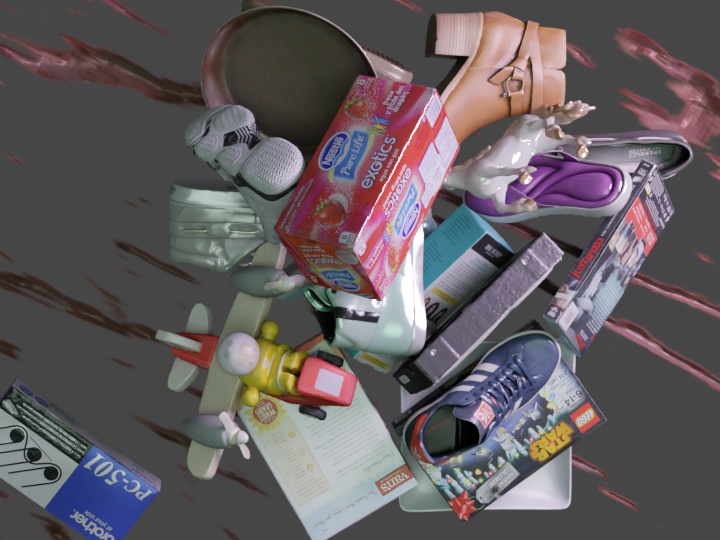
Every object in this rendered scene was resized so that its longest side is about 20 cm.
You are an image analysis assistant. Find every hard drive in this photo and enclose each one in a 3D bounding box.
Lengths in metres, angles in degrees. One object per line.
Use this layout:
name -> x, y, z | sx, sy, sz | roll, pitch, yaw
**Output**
hard drive -> 0.125, 0.050, 1.635 | 0.038, 0.140, 0.200 | 45, 76, 1

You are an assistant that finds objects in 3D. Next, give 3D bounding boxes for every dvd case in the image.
dvd case -> 0.272, -0.010, 1.653 | 0.022, 0.146, 0.200 | 30, 84, 25

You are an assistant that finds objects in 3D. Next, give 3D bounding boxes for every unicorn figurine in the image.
unicorn figurine -> 0.147, -0.114, 1.599 | 0.200, 0.137, 0.074 | -29, 118, -25

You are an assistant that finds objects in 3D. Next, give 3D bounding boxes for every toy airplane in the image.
toy airplane -> -0.126, 0.090, 1.593 | 0.199, 0.141, 0.200 | -29, 73, 3

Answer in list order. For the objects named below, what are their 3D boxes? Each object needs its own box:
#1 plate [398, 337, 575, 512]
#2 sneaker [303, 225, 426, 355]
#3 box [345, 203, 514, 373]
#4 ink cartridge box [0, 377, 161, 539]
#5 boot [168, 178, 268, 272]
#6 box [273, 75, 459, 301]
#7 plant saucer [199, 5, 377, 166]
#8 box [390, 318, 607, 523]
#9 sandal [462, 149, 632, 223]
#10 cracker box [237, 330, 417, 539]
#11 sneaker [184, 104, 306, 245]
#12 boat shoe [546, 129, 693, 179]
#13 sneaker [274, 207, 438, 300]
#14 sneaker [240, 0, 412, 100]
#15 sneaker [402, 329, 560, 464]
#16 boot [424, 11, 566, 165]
plate -> 0.141, 0.173, 1.731 | 0.200, 0.032, 0.200 | -1, 99, -6
sneaker -> 0.000, -0.012, 1.573 | 0.118, 0.074, 0.201 | 3, 69, -23
box -> 0.068, 0.022, 1.654 | 0.200, 0.082, 0.049 | -43, 59, 9
ink cartridge box -> -0.328, 0.216, 1.684 | 0.200, 0.044, 0.094 | 37, 95, -10
boot -> -0.111, -0.043, 1.661 | 0.200, 0.074, 0.096 | 5, 106, 0
box -> 0.009, -0.083, 1.514 | 0.095, 0.100, 0.200 | 14, 64, 29
plant saucer -> -0.071, -0.195, 1.613 | 0.200, 0.032, 0.200 | 8, 128, 11
box -> 0.154, 0.168, 1.695 | 0.200, 0.040, 0.137 | -36, 101, 1
sandal -> 0.194, -0.098, 1.633 | 0.050, 0.203, 0.083 | 41, 57, -47
cracker box -> -0.043, 0.183, 1.686 | 0.134, 0.058, 0.200 | -30, 89, -1
sneaker -> -0.108, -0.095, 1.587 | 0.075, 0.200, 0.115 | -37, 129, -15
boat shoe -> 0.270, -0.120, 1.686 | 0.200, 0.057, 0.067 | -10, 100, -4
sneaker -> 0.000, 0.000, 1.670 | 0.200, 0.074, 0.082 | -26, 97, 0
sneaker -> -0.046, -0.223, 1.634 | 0.200, 0.070, 0.076 | 25, 103, -6
sneaker -> 0.136, 0.142, 1.626 | 0.200, 0.085, 0.075 | -40, 98, 1
boot -> 0.144, -0.180, 1.660 | 0.155, 0.074, 0.200 | 4, 104, -13
